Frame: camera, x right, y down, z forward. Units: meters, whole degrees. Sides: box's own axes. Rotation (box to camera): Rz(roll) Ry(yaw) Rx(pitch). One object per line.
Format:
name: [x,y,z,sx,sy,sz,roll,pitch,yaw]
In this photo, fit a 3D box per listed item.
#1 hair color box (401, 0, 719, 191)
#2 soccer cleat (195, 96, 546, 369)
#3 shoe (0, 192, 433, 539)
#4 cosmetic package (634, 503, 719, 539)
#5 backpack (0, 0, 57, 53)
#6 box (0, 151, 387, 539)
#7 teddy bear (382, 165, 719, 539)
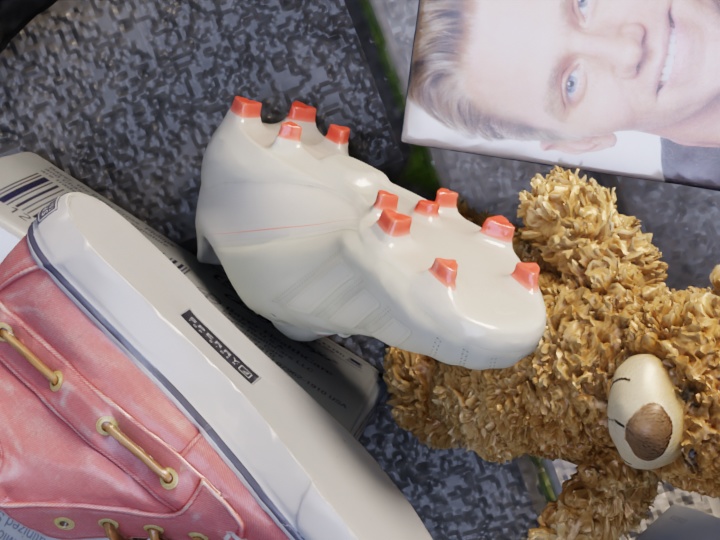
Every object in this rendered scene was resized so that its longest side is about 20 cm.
hair color box: [0.122,-0.083,0.774,0.199,0.061,0.100,9,101,10]
soccer cleat: [0.000,0.000,0.767,0.069,0.200,0.078,3,111,-35]
shoe: [-0.063,0.072,0.729,0.200,0.071,0.091,45,104,5]
cosmetic package: [0.150,0.196,0.772,0.102,0.074,0.200,-41,107,-12]
backpack: [-0.194,-0.129,0.778,0.200,0.167,0.127,-33,76,8]
box: [-0.120,0.086,0.828,0.184,0.105,0.200,32,104,3]
teddy bear: [0.074,0.035,0.760,0.200,0.067,0.145,40,112,44]
